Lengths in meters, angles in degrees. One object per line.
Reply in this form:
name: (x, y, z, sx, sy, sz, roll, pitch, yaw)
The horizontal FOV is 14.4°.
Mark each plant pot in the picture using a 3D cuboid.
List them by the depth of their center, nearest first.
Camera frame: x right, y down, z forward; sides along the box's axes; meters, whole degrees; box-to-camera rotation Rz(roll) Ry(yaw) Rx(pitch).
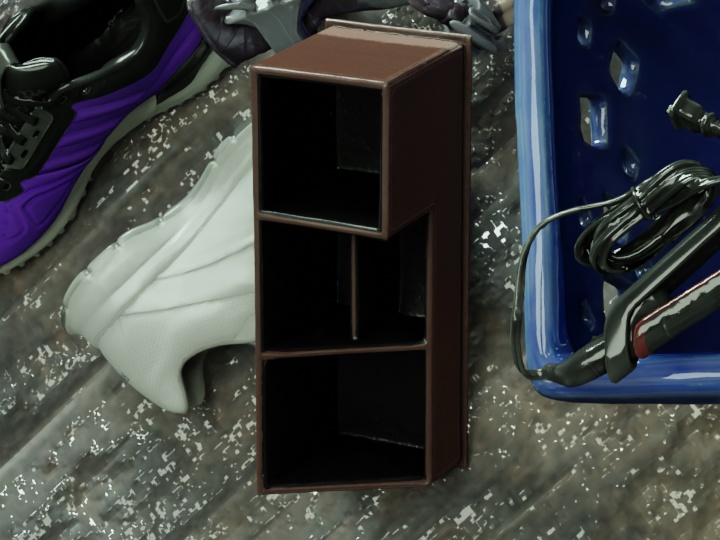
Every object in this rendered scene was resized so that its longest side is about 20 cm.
plant pot: (0.183, -0.040, 1.142, 0.199, 0.180, 0.201, -4, 80, 23)

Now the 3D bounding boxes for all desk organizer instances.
desk organizer: (0.000, 0.000, 1.231, 0.071, 0.077, 0.201, 9, 111, 25)

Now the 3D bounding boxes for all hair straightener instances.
hair straightener: (0.132, -0.026, 1.048, 0.200, 0.041, 0.077, -37, 68, 19)

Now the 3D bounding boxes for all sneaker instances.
sneaker: (-0.045, -0.017, 1.313, 0.200, 0.074, 0.087, -44, 83, 16)
sneaker: (-0.154, -0.079, 1.343, 0.200, 0.099, 0.070, -44, 65, 11)

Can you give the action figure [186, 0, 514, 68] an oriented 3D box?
action figure: (0.026, -0.143, 1.281, 0.199, 0.069, 0.131, -14, 46, 20)
